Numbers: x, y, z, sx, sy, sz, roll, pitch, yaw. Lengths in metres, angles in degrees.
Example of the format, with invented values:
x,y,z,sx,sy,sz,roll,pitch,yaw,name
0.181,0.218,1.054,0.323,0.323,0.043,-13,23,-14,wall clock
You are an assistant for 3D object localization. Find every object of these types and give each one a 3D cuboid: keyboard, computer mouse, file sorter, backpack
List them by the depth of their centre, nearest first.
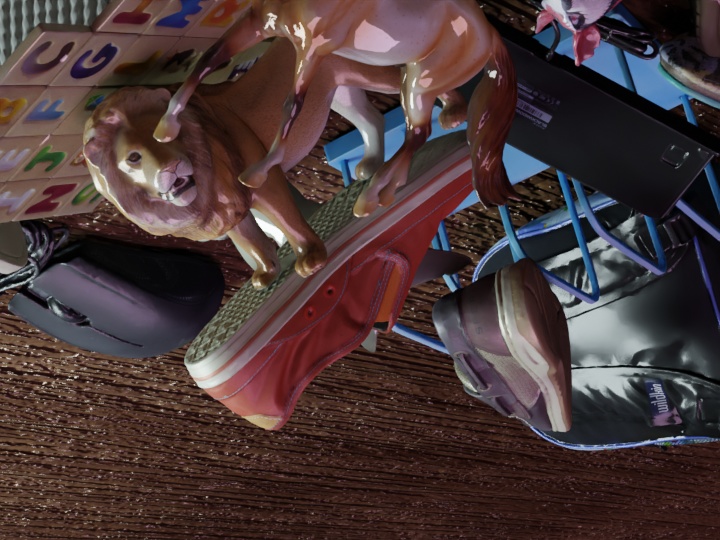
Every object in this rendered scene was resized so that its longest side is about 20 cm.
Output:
x,y,z,sx,sy,sz,roll,pitch,yaw,name
0.092,-0.104,0.785,0.198,0.021,0.127,27,149,-1,keyboard
0.106,-0.045,0.935,0.198,0.124,0.138,-26,155,24,file sorter
-0.173,0.026,1.021,0.198,0.053,0.138,7,148,-40,computer mouse
0.192,0.029,1.077,0.199,0.185,0.146,-17,-173,42,backpack

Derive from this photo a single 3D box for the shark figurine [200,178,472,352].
x,y,z,sx,sy,sz,roll,pitch,yaw,name
-0.044,-0.048,0.869,0.090,0.213,0.128,-50,130,-14,shark figurine

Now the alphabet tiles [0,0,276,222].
x,y,z,sx,sy,sz,roll,pitch,yaw,name
-0.114,-0.075,0.714,0.166,0.006,0.199,-42,168,24,alphabet tiles

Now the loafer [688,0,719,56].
x,y,z,sx,sy,sz,roll,pitch,yaw,name
0.189,-0.172,0.755,0.066,0.077,0.200,-11,158,9,loafer

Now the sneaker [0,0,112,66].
x,y,z,sx,sy,sz,roll,pitch,yaw,name
-0.145,-0.097,0.747,0.200,0.076,0.104,-41,165,28,sneaker

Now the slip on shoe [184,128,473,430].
x,y,z,sx,sy,sz,roll,pitch,yaw,name
0.000,0.000,0.781,0.200,0.061,0.074,-45,-162,-15,slip on shoe

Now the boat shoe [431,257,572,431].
x,y,z,sx,sy,sz,roll,pitch,yaw,name
0.085,0.047,0.893,0.064,0.073,0.200,-6,161,12,boat shoe

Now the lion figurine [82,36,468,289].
x,y,z,sx,sy,sz,roll,pitch,yaw,name
-0.038,-0.075,0.738,0.072,0.123,0.200,-10,-148,52,lion figurine

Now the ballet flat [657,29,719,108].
x,y,z,sx,sy,sz,roll,pitch,yaw,name
0.253,-0.125,0.931,0.199,0.073,0.072,10,148,-44,ballet flat

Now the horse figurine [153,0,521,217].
x,y,z,sx,sy,sz,roll,pitch,yaw,name
0.004,-0.090,0.665,0.198,0.050,0.134,15,111,-40,horse figurine

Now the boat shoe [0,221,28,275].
x,y,z,sx,sy,sz,roll,pitch,yaw,name
-0.250,-0.030,0.826,0.062,0.074,0.200,-22,160,11,boat shoe

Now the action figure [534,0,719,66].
x,y,z,sx,sy,sz,roll,pitch,yaw,name
0.130,-0.175,0.634,0.133,0.149,0.200,35,124,-6,action figure
